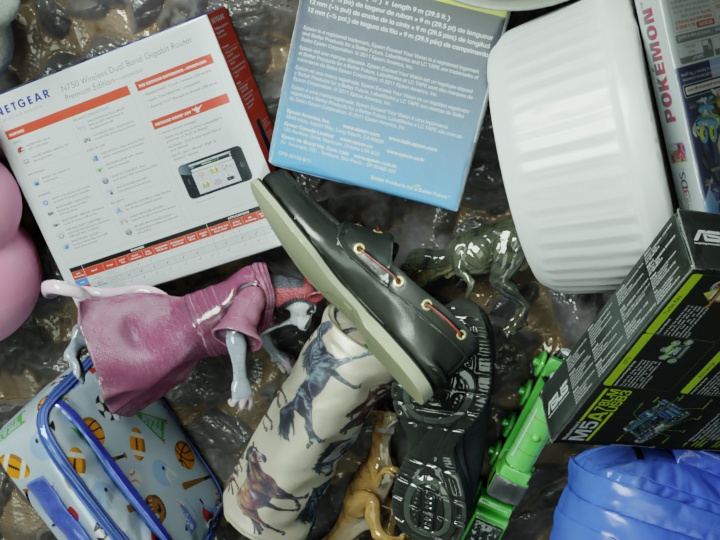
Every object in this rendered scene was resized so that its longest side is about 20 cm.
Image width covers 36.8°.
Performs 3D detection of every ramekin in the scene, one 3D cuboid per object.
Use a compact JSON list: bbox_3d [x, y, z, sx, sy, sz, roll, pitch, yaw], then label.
[{"bbox_3d":[0.146,-0.077,0.695,0.094,0.202,0.203,-12,108,17],"label":"ramekin"}]

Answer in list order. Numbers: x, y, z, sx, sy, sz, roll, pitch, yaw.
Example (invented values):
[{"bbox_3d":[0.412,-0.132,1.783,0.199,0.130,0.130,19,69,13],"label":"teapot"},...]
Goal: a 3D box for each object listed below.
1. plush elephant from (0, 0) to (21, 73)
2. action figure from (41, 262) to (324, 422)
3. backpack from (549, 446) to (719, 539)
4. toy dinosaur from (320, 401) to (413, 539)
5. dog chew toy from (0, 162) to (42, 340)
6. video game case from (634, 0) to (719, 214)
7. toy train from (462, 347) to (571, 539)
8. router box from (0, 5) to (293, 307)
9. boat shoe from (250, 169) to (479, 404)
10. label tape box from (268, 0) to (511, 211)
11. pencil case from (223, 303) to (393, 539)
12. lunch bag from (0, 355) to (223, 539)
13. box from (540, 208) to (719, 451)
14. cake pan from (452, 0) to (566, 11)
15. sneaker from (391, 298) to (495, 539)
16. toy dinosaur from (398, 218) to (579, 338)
[{"bbox_3d":[-0.322,-0.204,0.762,0.165,0.155,0.200,42,113,-7],"label":"plush elephant"},{"bbox_3d":[-0.119,0.037,0.833,0.199,0.134,0.150,-26,91,-3],"label":"action figure"},{"bbox_3d":[0.245,0.191,0.808,0.199,0.163,0.169,10,83,7],"label":"backpack"},{"bbox_3d":[0.003,0.203,0.919,0.106,0.060,0.201,39,112,27],"label":"toy dinosaur"},{"bbox_3d":[-0.313,-0.038,0.831,0.124,0.125,0.201,9,122,7],"label":"dog chew toy"},{"bbox_3d":[0.249,-0.126,0.663,0.023,0.199,0.183,-5,101,55],"label":"video game case"},{"bbox_3d":[0.124,0.152,0.866,0.042,0.056,0.201,23,114,1],"label":"toy train"},{"bbox_3d":[-0.163,-0.083,0.836,0.199,0.049,0.180,-16,107,16],"label":"router box"},{"bbox_3d":[0.000,0.001,0.770,0.063,0.074,0.201,-41,79,-10],"label":"boat shoe"},{"bbox_3d":[0.027,-0.158,0.763,0.142,0.066,0.201,15,107,5],"label":"label tape box"},{"bbox_3d":[-0.032,0.121,0.861,0.078,0.089,0.201,40,108,34],"label":"pencil case"},{"bbox_3d":[-0.195,0.174,0.880,0.075,0.160,0.201,-30,102,20],"label":"lunch bag"},{"bbox_3d":[0.236,0.049,0.665,0.192,0.048,0.200,7,143,-12],"label":"box"},{"bbox_3d":[0.093,-0.255,0.684,0.199,0.037,0.202,0,83,3],"label":"cake pan"},{"bbox_3d":[0.068,0.111,0.842,0.076,0.091,0.201,15,114,17],"label":"sneaker"},{"bbox_3d":[0.123,-0.007,0.814,0.199,0.047,0.089,-24,98,15],"label":"toy dinosaur"}]
